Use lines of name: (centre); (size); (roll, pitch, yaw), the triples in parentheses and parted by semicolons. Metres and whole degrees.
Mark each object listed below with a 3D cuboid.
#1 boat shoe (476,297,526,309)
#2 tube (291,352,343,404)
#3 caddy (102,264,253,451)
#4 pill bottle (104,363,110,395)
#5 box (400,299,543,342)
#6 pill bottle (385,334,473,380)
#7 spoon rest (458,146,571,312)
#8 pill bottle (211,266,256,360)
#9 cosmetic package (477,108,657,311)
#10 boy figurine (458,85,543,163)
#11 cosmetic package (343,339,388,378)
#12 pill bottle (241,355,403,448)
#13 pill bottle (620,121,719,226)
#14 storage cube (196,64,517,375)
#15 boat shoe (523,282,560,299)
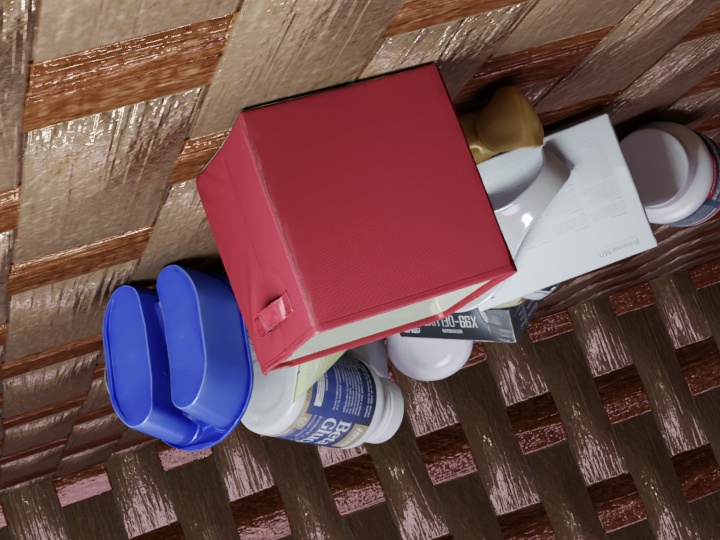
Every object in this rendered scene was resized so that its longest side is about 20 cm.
boat shoe: (0.100, 0.009, 1.813); (0.200, 0.066, 0.074); (-9, -149, 16)
tube: (-0.033, 0.072, 1.740); (0.052, 0.058, 0.200); (-24, -167, 31)
caddy: (-0.187, 0.090, 1.629); (0.141, 0.200, 0.105); (-21, 155, 25)
pill bottle: (-0.230, 0.110, 1.904); (0.112, 0.112, 0.200); (-14, 170, -35)
box: (0.153, 0.011, 1.903); (0.158, 0.050, 0.200); (1, -147, 29)
pill bottle: (0.083, 0.053, 2.039); (0.112, 0.112, 0.200); (-21, -154, 6)
spoon rest: (0.132, -0.039, 1.568); (0.200, 0.099, 0.061); (-46, -168, 12)
pill bottle: (-0.122, 0.041, 1.713); (0.200, 0.112, 0.112); (-27, 169, 37)
cosmetic package: (0.190, -0.063, 1.615); (0.200, 0.151, 0.052); (-20, -172, 9)
boy figurine: (0.112, -0.116, 1.417); (0.124, 0.064, 0.200); (-12, 172, -27)
cosmetic package: (-0.043, 0.090, 1.914); (0.101, 0.071, 0.200); (-11, 158, 14)
pill bottle: (-0.043, 0.152, 1.820); (0.111, 0.111, 0.200); (-26, 152, 36)
pill bottle: (0.359, -0.113, 1.805); (0.120, 0.120, 0.200); (-23, 172, 21)
storage cube: (-0.008, -0.038, 1.234); (0.200, 0.180, 0.171); (-18, 171, -21)
boat shoe: (0.137, -0.017, 1.706); (0.199, 0.074, 0.068); (18, 150, -14)
